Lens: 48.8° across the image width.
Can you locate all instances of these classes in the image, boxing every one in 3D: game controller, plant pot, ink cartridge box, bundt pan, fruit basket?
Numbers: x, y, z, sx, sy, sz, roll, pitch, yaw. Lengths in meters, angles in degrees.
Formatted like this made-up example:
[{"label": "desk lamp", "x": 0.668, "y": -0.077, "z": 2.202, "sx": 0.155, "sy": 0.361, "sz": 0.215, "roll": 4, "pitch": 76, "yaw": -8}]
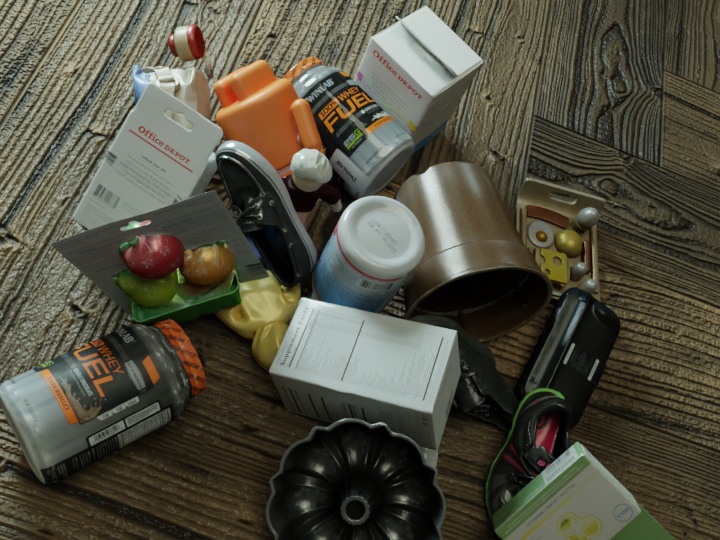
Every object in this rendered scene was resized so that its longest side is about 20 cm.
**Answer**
[{"label": "game controller", "x": 0.298, "y": 0.124, "z": 1.127, "sx": 0.104, "sy": 0.042, "sz": 0.200, "roll": 37, "pitch": 70, "yaw": -14}, {"label": "plant pot", "x": 0.137, "y": -0.028, "z": 1.089, "sx": 0.200, "sy": 0.200, "sz": 0.198, "roll": 0, "pitch": 56, "yaw": -19}, {"label": "ink cartridge box", "x": 0.078, "y": -0.281, "z": 1.188, "sx": 0.129, "sy": 0.200, "sz": 0.125, "roll": 46, "pitch": 59, "yaw": 8}, {"label": "ink cartridge box", "x": -0.256, "y": -0.121, "z": 0.998, "sx": 0.116, "sy": 0.067, "sz": 0.200, "roll": 34, "pitch": 102, "yaw": 1}, {"label": "bundt pan", "x": -0.003, "y": 0.264, "z": 0.905, "sx": 0.202, "sy": 0.076, "sz": 0.202, "roll": 0, "pitch": 89, "yaw": 4}, {"label": "fruit basket", "x": -0.220, "y": -0.016, "z": 0.913, "sx": 0.185, "sy": 0.200, "sz": 0.094, "roll": -18, "pitch": 56, "yaw": 3}, {"label": "ink cartridge box", "x": 0.279, "y": 0.326, "z": 0.955, "sx": 0.200, "sy": 0.048, "sz": 0.146, "roll": 45, "pitch": 100, "yaw": -4}]

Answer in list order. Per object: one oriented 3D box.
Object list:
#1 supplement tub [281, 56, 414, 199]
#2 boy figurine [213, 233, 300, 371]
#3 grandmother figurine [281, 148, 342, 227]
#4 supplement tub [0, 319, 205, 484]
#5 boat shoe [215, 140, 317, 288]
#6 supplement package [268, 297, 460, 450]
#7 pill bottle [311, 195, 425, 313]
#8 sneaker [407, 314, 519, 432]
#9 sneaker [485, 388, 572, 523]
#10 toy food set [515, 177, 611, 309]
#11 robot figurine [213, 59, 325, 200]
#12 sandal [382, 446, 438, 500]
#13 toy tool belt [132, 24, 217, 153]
[{"label": "supplement tub", "x": -0.028, "y": -0.210, "z": 1.160, "sx": 0.200, "sy": 0.123, "sz": 0.123, "roll": 45, "pitch": 58, "yaw": 8}, {"label": "boy figurine", "x": -0.130, "y": 0.039, "z": 1.026, "sx": 0.124, "sy": 0.064, "sz": 0.200, "roll": -21, "pitch": 72, "yaw": -23}, {"label": "grandmother figurine", "x": -0.080, "y": -0.090, "z": 1.031, "sx": 0.121, "sy": 0.200, "sz": 0.061, "roll": -6, "pitch": 65, "yaw": -21}, {"label": "supplement tub", "x": -0.284, "y": 0.139, "z": 0.885, "sx": 0.200, "sy": 0.123, "sz": 0.123, "roll": -27, "pitch": 74, "yaw": -29}, {"label": "boat shoe", "x": -0.123, "y": -0.062, "z": 0.977, "sx": 0.200, "sy": 0.070, "sz": 0.066, "roll": 63, "pitch": 35, "yaw": -28}, {"label": "supplement package", "x": 0.009, "y": 0.123, "z": 0.958, "sx": 0.200, "sy": 0.110, "sz": 0.114, "roll": 12, "pitch": 58, "yaw": 17}, {"label": "pill bottle", "x": 0.000, "y": 0.000, "z": 1.010, "sx": 0.109, "sy": 0.200, "sz": 0.109, "roll": 8, "pitch": 60, "yaw": -15}, {"label": "sneaker", "x": 0.136, "y": 0.137, "z": 1.039, "sx": 0.200, "sy": 0.060, "sz": 0.104, "roll": 29, "pitch": 40, "yaw": -36}, {"label": "sneaker", "x": 0.215, "y": 0.246, "z": 1.000, "sx": 0.077, "sy": 0.084, "sz": 0.200, "roll": 17, "pitch": 85, "yaw": -11}, {"label": "toy food set", "x": 0.317, "y": -0.040, "z": 1.223, "sx": 0.143, "sy": 0.060, "sz": 0.200, "roll": 14, "pitch": 59, "yaw": -12}, {"label": "robot figurine", "x": -0.119, "y": -0.180, "z": 1.081, "sx": 0.117, "sy": 0.144, "sz": 0.200, "roll": -80, "pitch": 146, "yaw": -66}, {"label": "sandal", "x": 0.059, "y": 0.202, "z": 1.015, "sx": 0.082, "sy": 0.050, "sz": 0.203, "roll": 27, "pitch": 54, "yaw": -23}, {"label": "toy tool belt", "x": -0.273, "y": -0.232, "z": 1.085, "sx": 0.123, "sy": 0.125, "sz": 0.200, "roll": -5, "pitch": 86, "yaw": 9}]
